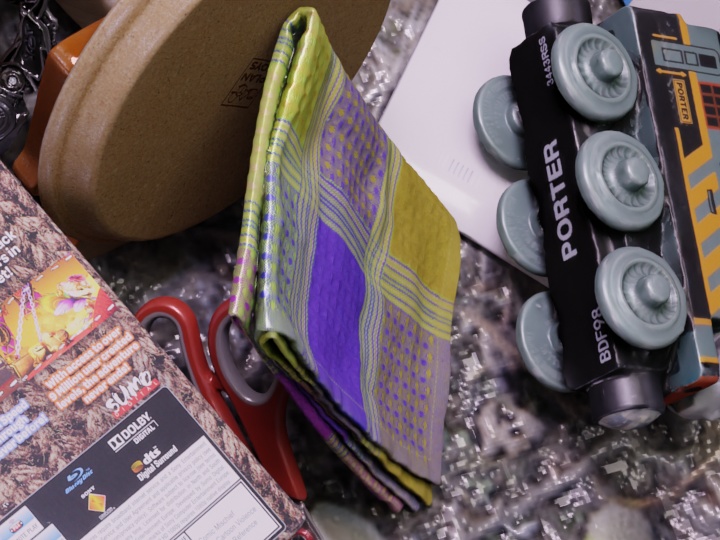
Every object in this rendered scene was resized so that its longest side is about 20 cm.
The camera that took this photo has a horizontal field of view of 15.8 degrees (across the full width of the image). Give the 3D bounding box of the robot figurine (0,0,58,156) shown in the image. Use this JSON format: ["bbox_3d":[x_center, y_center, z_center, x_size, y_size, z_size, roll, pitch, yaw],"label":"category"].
[{"bbox_3d":[-0.182,-0.130,1.014,0.145,0.058,0.200,6,109,-23],"label":"robot figurine"}]

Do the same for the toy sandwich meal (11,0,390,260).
[{"bbox_3d":[-0.067,-0.091,1.020,0.205,0.205,0.070,-34,66,-32],"label":"toy sandwich meal"}]

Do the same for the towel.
[{"bbox_3d":[0.000,0.000,1.041,0.023,0.200,0.144,-2,64,20],"label":"towel"}]

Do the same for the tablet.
[{"bbox_3d":[0.106,-0.045,1.189,0.200,0.014,0.130,32,58,-10],"label":"tablet"}]

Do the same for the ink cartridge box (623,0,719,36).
[{"bbox_3d":[0.209,-0.099,1.219,0.116,0.067,0.200,-15,72,-33],"label":"ink cartridge box"}]

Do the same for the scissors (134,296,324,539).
[{"bbox_3d":[-0.035,0.100,1.054,0.014,0.073,0.200,-45,118,-67],"label":"scissors"}]

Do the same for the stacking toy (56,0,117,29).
[{"bbox_3d":[-0.050,-0.183,1.098,0.200,0.085,0.085,-42,90,-13],"label":"stacking toy"}]

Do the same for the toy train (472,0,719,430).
[{"bbox_3d":[0.122,-0.026,1.136,0.114,0.085,0.200,4,66,-34],"label":"toy train"}]

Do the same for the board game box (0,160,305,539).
[{"bbox_3d":[-0.152,0.077,0.963,0.159,0.097,0.200,-39,88,-33],"label":"board game box"}]
